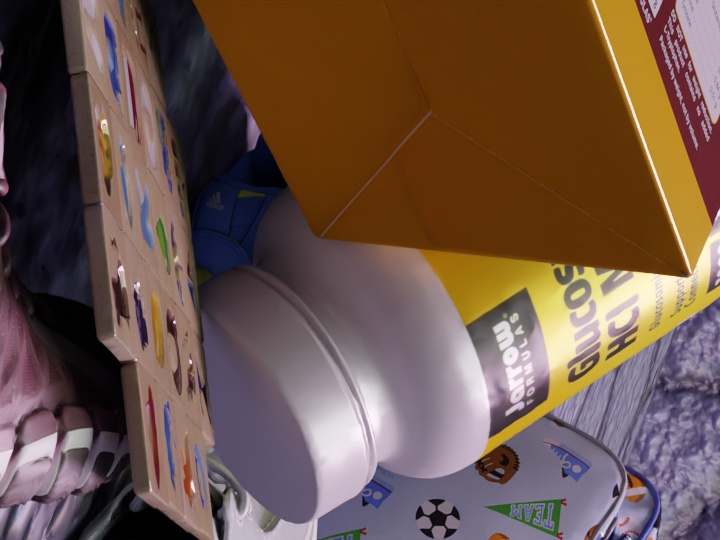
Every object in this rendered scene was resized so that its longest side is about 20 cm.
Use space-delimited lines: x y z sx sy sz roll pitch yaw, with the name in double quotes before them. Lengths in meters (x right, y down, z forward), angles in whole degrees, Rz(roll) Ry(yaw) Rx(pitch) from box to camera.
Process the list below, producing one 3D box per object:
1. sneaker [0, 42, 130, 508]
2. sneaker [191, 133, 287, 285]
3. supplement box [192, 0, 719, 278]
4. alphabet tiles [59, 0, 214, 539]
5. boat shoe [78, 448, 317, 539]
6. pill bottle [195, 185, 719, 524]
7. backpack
"sneaker" -0.095 -0.004 0.637 0.200 0.075 0.116 -23 128 -73
"sneaker" 0.000 0.000 0.981 0.200 0.075 0.106 -3 105 -59
"supplement box" 0.048 -0.142 0.772 0.201 0.132 0.198 -63 144 -32
"alphabet tiles" -0.060 -0.012 0.725 0.200 0.006 0.167 72 11 -78
"boat shoe" -0.065 0.107 0.943 0.201 0.070 0.072 -51 160 -52
"pill bottle" 0.038 -0.001 0.881 0.200 0.112 0.113 -32 150 -24
"backpack" 0.030 0.146 1.179 0.191 0.199 0.154 -57 158 -27
